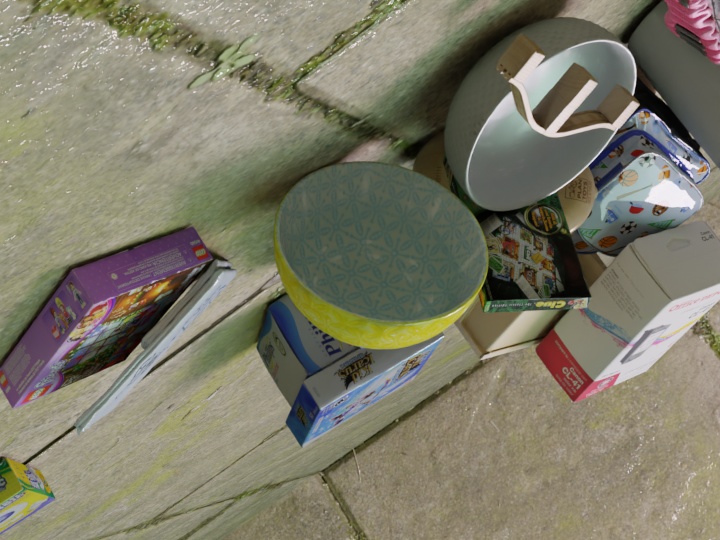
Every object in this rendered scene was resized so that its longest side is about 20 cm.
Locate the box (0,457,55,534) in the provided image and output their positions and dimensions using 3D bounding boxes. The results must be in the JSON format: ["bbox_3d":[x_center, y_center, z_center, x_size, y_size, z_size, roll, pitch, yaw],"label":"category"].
[{"bbox_3d":[-0.433,0.272,1.736,0.117,0.048,0.200,-33,167,-6],"label":"box"}]

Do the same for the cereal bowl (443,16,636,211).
[{"bbox_3d":[0.157,-0.157,1.399,0.199,0.083,0.201,-27,146,-20],"label":"cereal bowl"}]

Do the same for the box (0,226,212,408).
[{"bbox_3d":[-0.233,0.044,1.342,0.136,0.039,0.200,-23,165,-43],"label":"box"}]

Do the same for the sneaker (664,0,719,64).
[{"bbox_3d":[0.342,-0.276,1.450,0.095,0.079,0.200,-48,152,-1],"label":"sneaker"}]

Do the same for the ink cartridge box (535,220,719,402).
[{"bbox_3d":[0.312,0.046,1.678,0.147,0.086,0.200,-16,154,-41],"label":"ink cartridge box"}]

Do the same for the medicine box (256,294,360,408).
[{"bbox_3d":[-0.018,0.065,1.867,0.199,0.103,0.182,-30,168,-17],"label":"medicine box"}]

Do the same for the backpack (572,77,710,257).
[{"bbox_3d":[0.273,-0.103,1.653,0.190,0.155,0.200,-35,132,25],"label":"backpack"}]

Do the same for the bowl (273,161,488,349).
[{"bbox_3d":[0.011,0.006,1.391,0.200,0.200,0.108,-26,149,-32],"label":"bowl"}]

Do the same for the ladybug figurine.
[{"bbox_3d":[0.148,-0.085,1.551,0.199,0.137,0.072,8,168,-8],"label":"ladybug figurine"}]

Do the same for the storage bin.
[{"bbox_3d":[0.165,-0.017,1.715,0.199,0.199,0.094,-9,148,-49],"label":"storage bin"}]

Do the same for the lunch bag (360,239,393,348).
[{"bbox_3d":[0.000,0.000,1.560,0.132,0.136,0.200,-32,170,-1],"label":"lunch bag"}]

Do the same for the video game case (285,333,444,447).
[{"bbox_3d":[0.003,0.136,1.845,0.181,0.046,0.200,-31,168,-18],"label":"video game case"}]

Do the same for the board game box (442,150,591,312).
[{"bbox_3d":[0.149,-0.043,1.445,0.104,0.201,0.024,-3,140,-9],"label":"board game box"}]

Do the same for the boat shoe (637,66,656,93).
[{"bbox_3d":[0.262,-0.176,1.735,0.200,0.072,0.065,-44,-173,16],"label":"boat shoe"}]

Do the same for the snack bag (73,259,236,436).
[{"bbox_3d":[-0.192,0.067,1.411,0.200,0.021,0.189,-48,-178,0],"label":"snack bag"}]

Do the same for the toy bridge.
[{"bbox_3d":[0.180,-0.152,1.326,0.067,0.027,0.200,-50,147,19],"label":"toy bridge"}]

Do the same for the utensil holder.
[{"bbox_3d":[0.411,-0.214,1.608,0.170,0.200,0.170,-33,167,-9],"label":"utensil holder"}]
